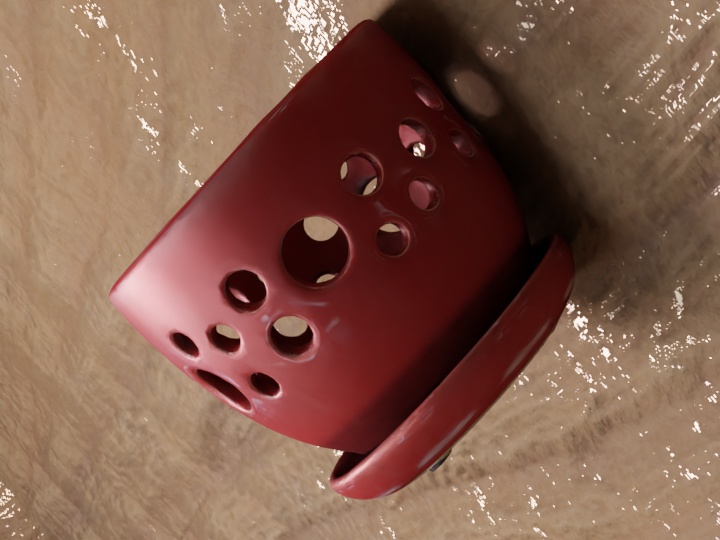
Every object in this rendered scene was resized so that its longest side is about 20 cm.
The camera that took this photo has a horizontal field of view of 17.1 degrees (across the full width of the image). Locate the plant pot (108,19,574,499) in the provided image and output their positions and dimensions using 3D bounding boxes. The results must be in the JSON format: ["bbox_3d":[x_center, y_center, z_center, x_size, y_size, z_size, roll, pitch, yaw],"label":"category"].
[{"bbox_3d":[0.000,0.000,1.240,0.182,0.201,0.200,41,160,-4],"label":"plant pot"}]
